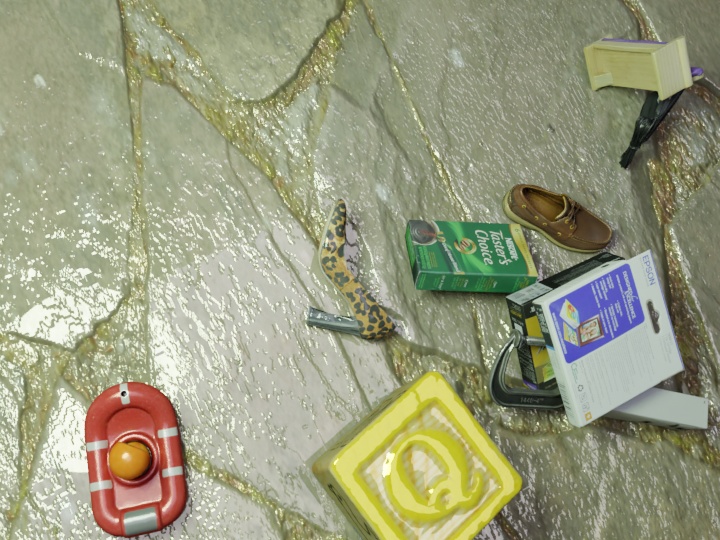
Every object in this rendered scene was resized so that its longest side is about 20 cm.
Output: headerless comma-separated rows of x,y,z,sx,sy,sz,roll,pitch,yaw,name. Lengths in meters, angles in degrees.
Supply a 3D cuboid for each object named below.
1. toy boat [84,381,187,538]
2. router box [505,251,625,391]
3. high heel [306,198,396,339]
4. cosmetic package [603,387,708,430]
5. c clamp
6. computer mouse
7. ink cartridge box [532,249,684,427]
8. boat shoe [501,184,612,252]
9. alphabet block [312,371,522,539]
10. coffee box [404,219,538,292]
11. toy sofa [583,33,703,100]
-0.306,0.252,1.016,0.127,0.131,0.205,-9,77,-13,toy boat
0.336,0.082,1.191,0.196,0.052,0.161,-23,110,-16,router box
0.000,0.000,1.169,0.139,0.071,0.206,10,89,-1,high heel
0.439,0.213,1.197,0.195,0.083,0.052,12,73,-7,cosmetic package
0.281,0.130,1.141,0.195,0.027,0.175,0,108,-23,c clamp
0.512,-0.284,1.318,0.046,0.141,0.201,36,71,15,computer mouse
0.368,0.097,1.118,0.196,0.043,0.203,-23,101,-14,ink cartridge box
0.336,-0.088,1.264,0.196,0.068,0.073,23,72,-4,boat shoe
0.069,0.280,1.037,0.195,0.200,0.196,-39,84,-17,alphabet block
0.174,-0.024,1.203,0.194,0.045,0.125,3,45,-10,coffee box
0.481,-0.358,1.291,0.096,0.200,0.084,-27,115,-9,toy sofa
